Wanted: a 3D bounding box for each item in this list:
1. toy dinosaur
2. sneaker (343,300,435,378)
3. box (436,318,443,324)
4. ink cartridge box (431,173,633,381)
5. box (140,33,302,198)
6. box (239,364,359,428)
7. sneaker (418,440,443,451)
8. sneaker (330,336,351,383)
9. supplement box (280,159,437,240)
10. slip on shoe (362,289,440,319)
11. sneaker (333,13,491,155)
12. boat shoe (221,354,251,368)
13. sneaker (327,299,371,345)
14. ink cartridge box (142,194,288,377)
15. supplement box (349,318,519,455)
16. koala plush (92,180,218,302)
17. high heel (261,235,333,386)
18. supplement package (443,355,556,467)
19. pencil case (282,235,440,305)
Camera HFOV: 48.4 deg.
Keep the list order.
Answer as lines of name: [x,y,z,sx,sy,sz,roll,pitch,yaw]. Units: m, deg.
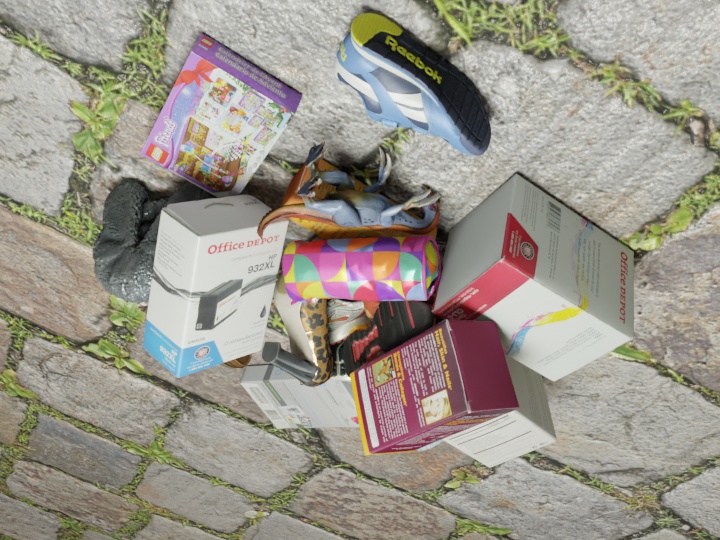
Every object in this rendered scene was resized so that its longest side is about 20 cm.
toy dinosaur: [0.007,-0.083,0.980,0.200,0.106,0.181,-33,130,32]
sneaker: [0.053,0.087,1.068,0.086,0.074,0.200,5,154,-29]
box: [0.104,0.148,1.267,0.198,0.050,0.199,7,139,12]
ink cartridge box: [0.218,0.015,0.994,0.199,0.146,0.145,30,139,-15]
box: [-0.176,-0.178,0.989,0.136,0.039,0.200,29,139,-16]
box: [-0.092,0.225,1.432,0.199,0.041,0.156,-6,136,26]
sneaker: [0.121,0.257,1.289,0.199,0.082,0.074,-6,139,26]
sneaker: [-0.001,0.155,1.218,0.199,0.078,0.087,11,144,21]
supplement box: [0.000,-0.064,1.042,0.199,0.069,0.067,27,142,-16]
slip on shoe: [0.098,0.041,1.102,0.198,0.074,0.062,1,110,-3]
sneaker: [0.057,-0.190,0.873,0.200,0.074,0.082,37,139,-13]
boat shoe: [-0.214,0.091,1.291,0.068,0.072,0.201,-2,137,23]
sneaker: [-0.027,0.050,1.189,0.199,0.078,0.082,-21,122,27]
ink cartridge box: [-0.185,0.017,1.024,0.084,0.145,0.201,33,121,34]
supplement box: [0.084,0.146,0.980,0.085,0.111,0.200,5,154,-37]
koala plush: [-0.262,-0.002,1.135,0.176,0.185,0.200,0,148,20]
high heel: [-0.061,0.060,1.141,0.071,0.201,0.142,9,162,36]
supplement package: [0.169,0.176,1.136,0.119,0.122,0.200,-29,134,27]
pencil case: [0.000,0.000,1.002,0.199,0.089,0.089,-2,137,22]
